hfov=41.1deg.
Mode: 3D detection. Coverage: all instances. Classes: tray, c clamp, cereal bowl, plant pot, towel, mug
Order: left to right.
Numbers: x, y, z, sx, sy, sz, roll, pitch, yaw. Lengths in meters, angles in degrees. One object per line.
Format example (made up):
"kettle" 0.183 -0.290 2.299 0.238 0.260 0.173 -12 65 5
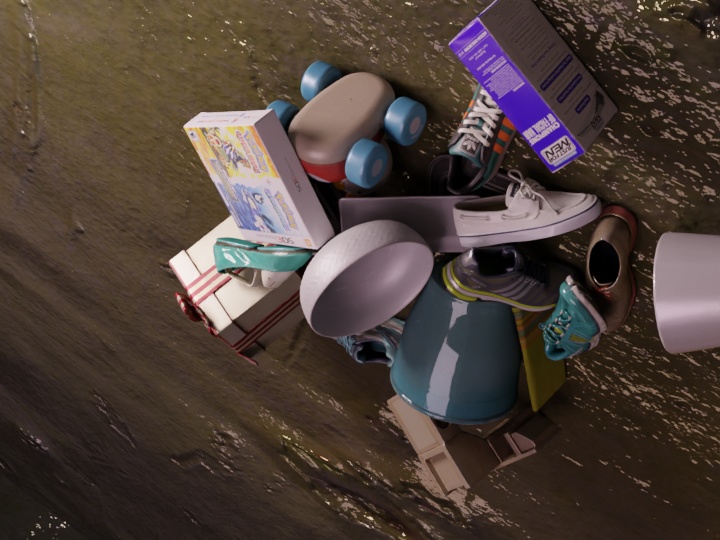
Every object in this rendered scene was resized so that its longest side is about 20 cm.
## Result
"cereal bowl" 0.000 0.000 1.346 0.084 0.198 0.201 59 149 30
"tray" 0.071 -0.070 1.371 0.198 0.022 0.108 -1 136 3
"plant pot" 0.155 0.091 1.429 0.199 0.200 0.190 22 121 24
"c clamp" 0.161 -0.086 1.387 0.199 0.027 0.172 20 130 28
"towel" 0.265 0.109 1.419 0.018 0.086 0.201 21 138 43
"mug" 0.456 0.023 1.170 0.152 0.186 0.151 -5 89 32

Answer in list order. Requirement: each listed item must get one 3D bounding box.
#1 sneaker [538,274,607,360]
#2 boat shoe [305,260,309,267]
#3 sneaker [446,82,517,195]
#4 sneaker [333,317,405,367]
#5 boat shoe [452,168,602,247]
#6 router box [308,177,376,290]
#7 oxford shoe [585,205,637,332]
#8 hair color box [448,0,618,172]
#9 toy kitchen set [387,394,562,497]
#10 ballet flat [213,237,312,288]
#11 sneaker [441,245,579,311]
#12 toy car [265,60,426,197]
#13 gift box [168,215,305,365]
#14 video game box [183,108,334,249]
"sneaker" 0.287 0.075 1.316 0.078 0.079 0.200 61 176 29
"boat shoe" -0.056 -0.027 1.583 0.071 0.068 0.201 2 126 39
"sneaker" 0.162 -0.181 1.247 0.071 0.080 0.201 29 133 19
"sneaker" -0.001 0.113 1.646 0.199 0.086 0.078 11 130 33
"boat shoe" 0.215 -0.092 1.279 0.200 0.075 0.087 -8 115 29
"router box" -0.041 -0.089 1.452 0.051 0.149 0.201 -14 114 45
"oxford shoe" 0.326 0.013 1.289 0.070 0.075 0.201 12 132 29
"hair color box" 0.209 -0.230 1.148 0.200 0.109 0.065 49 141 -6
"toy kitchen set" 0.194 0.218 1.508 0.181 0.199 0.163 59 142 6
"ballet flat" -0.145 -0.009 1.437 0.199 0.067 0.071 6 100 41
"sneaker" 0.215 0.007 1.313 0.198 0.075 0.081 2 155 -18
"toy car" -0.015 -0.160 1.367 0.183 0.177 0.201 27 151 27
"gift box" -0.190 0.037 1.576 0.200 0.186 0.185 53 179 30
"video game box" -0.142 -0.126 1.341 0.181 0.047 0.201 6 131 48
